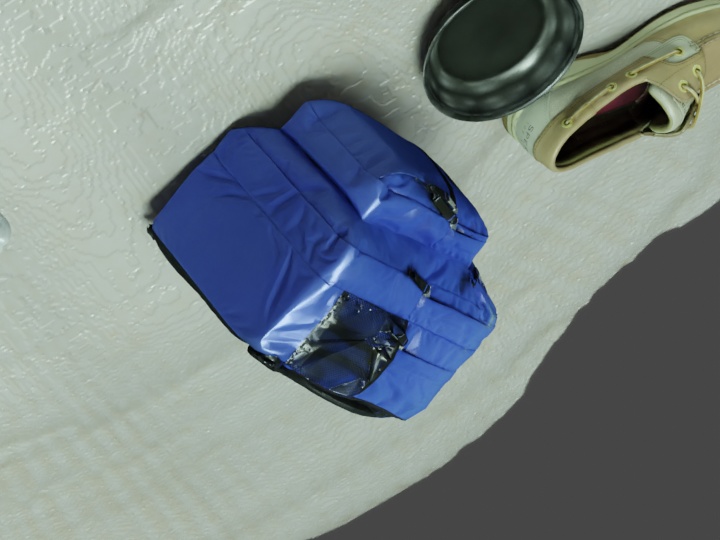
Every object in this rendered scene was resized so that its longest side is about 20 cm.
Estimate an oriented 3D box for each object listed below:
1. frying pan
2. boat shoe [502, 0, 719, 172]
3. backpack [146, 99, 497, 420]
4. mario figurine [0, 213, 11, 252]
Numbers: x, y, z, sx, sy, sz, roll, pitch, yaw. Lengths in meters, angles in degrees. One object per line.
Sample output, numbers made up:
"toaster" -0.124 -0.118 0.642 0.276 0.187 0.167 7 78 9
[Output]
"frying pan" 0.070 -0.160 1.728 0.115 0.031 0.190 -40 139 11
"boat shoe" 0.196 -0.119 1.832 0.200 0.066 0.074 -25 143 -8
"backpack" 0.000 0.000 1.753 0.168 0.163 0.200 -43 141 10
"mario figurine" -0.281 -0.013 1.585 0.124 0.106 0.200 -59 158 -21
